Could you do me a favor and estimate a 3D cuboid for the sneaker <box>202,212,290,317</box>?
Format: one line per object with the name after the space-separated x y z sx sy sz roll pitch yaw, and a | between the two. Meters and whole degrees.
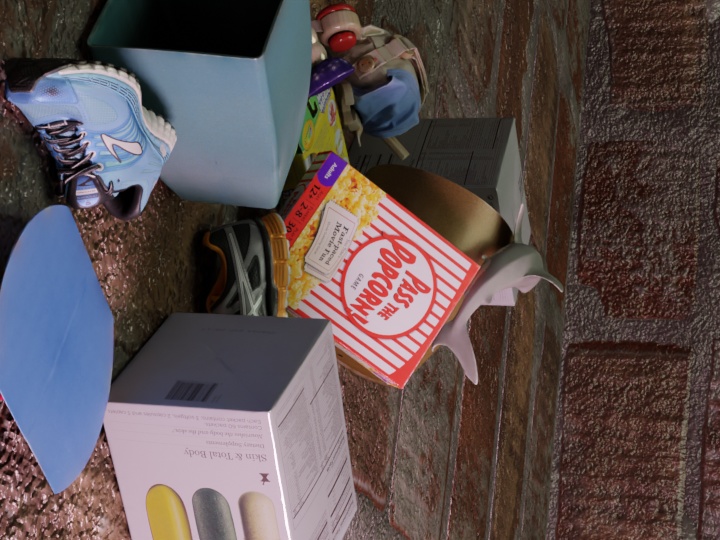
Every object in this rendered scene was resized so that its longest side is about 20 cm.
-0.107 0.047 1.231 0.078 0.077 0.201 -163 -109 -74 | sneaker

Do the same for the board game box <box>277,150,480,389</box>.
0.000 0.000 1.321 0.152 0.200 0.046 -57 -162 -9 | board game box

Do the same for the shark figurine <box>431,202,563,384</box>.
0.161 0.019 1.372 0.214 0.089 0.128 -37 147 -49 | shark figurine

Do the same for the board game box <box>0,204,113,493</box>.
-0.227 0.052 0.923 0.200 0.039 0.158 79 16 -47 | board game box

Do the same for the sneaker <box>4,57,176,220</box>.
-0.192 -0.091 0.955 0.200 0.078 0.090 44 53 -66 | sneaker

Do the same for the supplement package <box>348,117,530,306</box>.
0.097 -0.074 1.653 0.147 0.199 0.192 -71 156 -45 | supplement package

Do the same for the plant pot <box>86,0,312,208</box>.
-0.116 -0.154 1.099 0.200 0.141 0.142 81 19 -51 | plant pot

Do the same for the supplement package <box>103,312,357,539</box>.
-0.105 0.160 1.118 0.151 0.151 0.201 -57 144 -57 | supplement package

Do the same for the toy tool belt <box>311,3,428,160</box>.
0.012 -0.205 1.479 0.200 0.124 0.123 41 31 -67 | toy tool belt

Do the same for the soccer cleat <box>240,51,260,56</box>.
-0.091 -0.135 1.241 0.200 0.067 0.081 87 17 -65 | soccer cleat

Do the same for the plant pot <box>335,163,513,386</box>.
0.046 0.018 1.441 0.200 0.186 0.187 -63 154 -19 | plant pot

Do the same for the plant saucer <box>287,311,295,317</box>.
-0.094 0.111 1.348 0.200 0.031 0.201 2 90 -72 | plant saucer

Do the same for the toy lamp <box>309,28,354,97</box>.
-0.074 -0.262 1.227 0.200 0.058 0.058 59 23 -3 | toy lamp

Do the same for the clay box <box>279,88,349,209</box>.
-0.052 -0.105 1.433 0.115 0.047 0.200 -68 153 -44 | clay box
